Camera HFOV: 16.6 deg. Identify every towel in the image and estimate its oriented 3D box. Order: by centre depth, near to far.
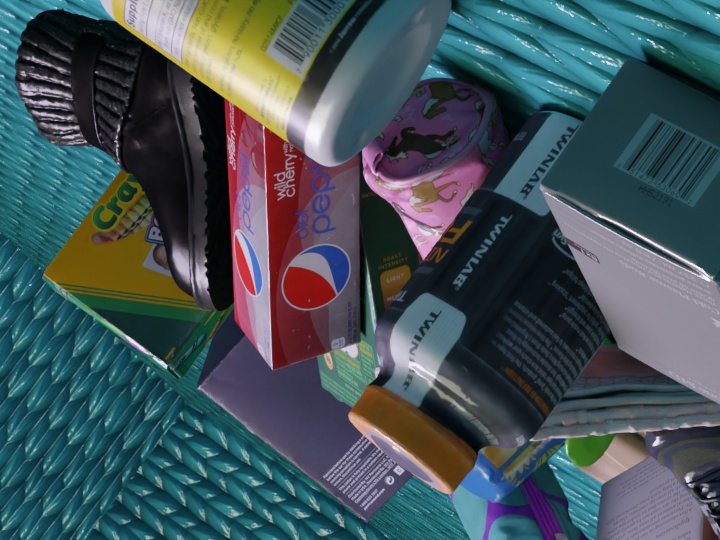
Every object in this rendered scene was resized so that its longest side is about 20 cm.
[{"bbox_3d":[0.136,0.073,1.552,0.199,0.032,0.191,-2,-174,-24],"label":"towel"}]

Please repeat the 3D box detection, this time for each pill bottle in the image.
[{"bbox_3d":[-0.063,-0.153,1.279,0.200,0.114,0.114,36,171,12],"label":"pill bottle"},{"bbox_3d":[0.079,0.021,1.330,0.106,0.200,0.106,36,170,7],"label":"pill bottle"}]

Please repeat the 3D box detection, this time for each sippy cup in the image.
[{"bbox_3d":[0.101,0.087,1.749,0.140,0.130,0.178,42,166,-4],"label":"sippy cup"}]

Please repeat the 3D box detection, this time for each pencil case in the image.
[{"bbox_3d":[0.071,-0.025,1.438,0.083,0.087,0.200,13,149,36],"label":"pencil case"},{"bbox_3d":[0.119,0.179,1.813,0.093,0.085,0.200,106,147,-41],"label":"pencil case"}]

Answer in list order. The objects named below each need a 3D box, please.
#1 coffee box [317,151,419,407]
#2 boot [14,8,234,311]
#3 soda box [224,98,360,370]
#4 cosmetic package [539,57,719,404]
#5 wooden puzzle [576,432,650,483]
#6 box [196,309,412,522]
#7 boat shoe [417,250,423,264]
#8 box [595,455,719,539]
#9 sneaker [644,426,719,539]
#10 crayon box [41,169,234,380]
[{"bbox_3d":[0.000,0.000,1.663,0.123,0.044,0.201,29,132,62],"label":"coffee box"},{"bbox_3d":[-0.157,-0.079,1.740,0.157,0.212,0.079,4,-163,29],"label":"boot"},{"bbox_3d":[-0.043,-0.039,1.582,0.063,0.070,0.201,49,147,48],"label":"soda box"},{"bbox_3d":[0.169,-0.008,1.209,0.107,0.090,0.200,29,165,29],"label":"cosmetic package"},{"bbox_3d":[0.196,0.119,1.901,0.185,0.037,0.200,29,162,44],"label":"wooden puzzle"},{"bbox_3d":[-0.024,0.077,2.040,0.182,0.104,0.200,40,-160,-11],"label":"box"},{"bbox_3d":[0.028,-0.018,1.743,0.065,0.072,0.200,36,176,1],"label":"boat shoe"},{"bbox_3d":[0.247,0.237,1.718,0.152,0.106,0.200,41,-145,-22],"label":"box"},{"bbox_3d":[0.256,0.154,1.630,0.074,0.081,0.200,-26,132,33],"label":"sneaker"},{"bbox_3d":[-0.123,-0.036,1.802,0.119,0.200,0.058,35,173,12],"label":"crayon box"}]
